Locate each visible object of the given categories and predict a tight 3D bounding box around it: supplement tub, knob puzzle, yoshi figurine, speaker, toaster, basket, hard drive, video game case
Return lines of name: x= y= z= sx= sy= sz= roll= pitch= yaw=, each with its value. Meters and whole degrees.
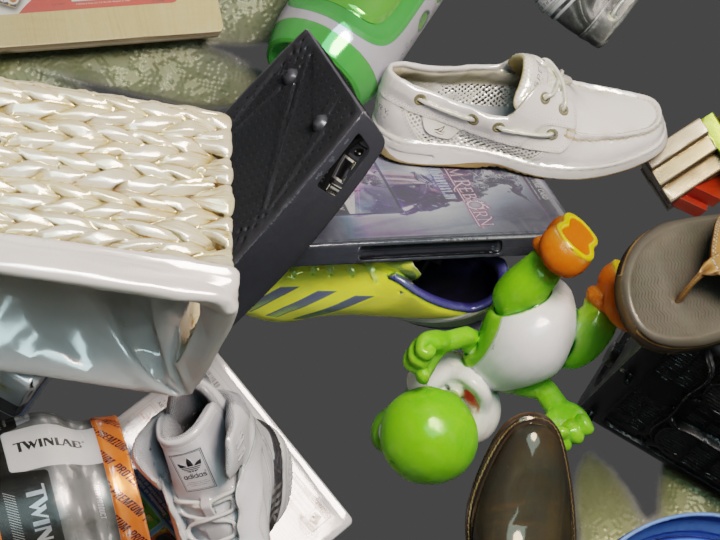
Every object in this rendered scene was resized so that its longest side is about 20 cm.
supplement tub: x=-0.224 y=0.154 z=1.474 sx=0.199 sy=0.123 sz=0.123 roll=-15 pitch=74 yaw=-8
knob puzzle: x=-0.195 y=-0.237 z=1.700 sx=0.218 sy=0.030 sz=0.221 roll=5 pitch=69 yaw=-13
yoshi figurine: x=0.083 y=0.065 z=1.576 sx=0.112 sy=0.200 sz=0.113 roll=14 pitch=38 yaw=-55
speaker: x=0.018 y=-0.200 z=1.717 sx=0.088 sy=0.088 sz=0.201 roll=34 pitch=65 yaw=-1
toaster: x=0.261 y=0.067 z=1.629 sx=0.199 sy=0.181 sz=0.119 roll=31 pitch=63 yaw=-2
basket: x=-0.171 y=-0.021 z=1.424 sx=0.199 sy=0.136 sz=0.124 roll=9 pitch=63 yaw=-12
hard drive: x=-0.071 y=-0.041 z=1.573 sx=0.042 sy=0.135 sz=0.200 roll=35 pitch=103 yaw=-33
video game case: x=0.025 y=-0.049 z=1.652 sx=0.199 sy=0.019 sz=0.143 roll=-4 pitch=32 yaw=-16
video game case: x=-0.122 y=0.159 z=1.575 sx=0.200 sy=0.018 sz=0.143 roll=-37 pitch=83 yaw=-25

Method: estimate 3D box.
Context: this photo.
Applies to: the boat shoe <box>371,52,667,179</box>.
boat shoe: x=0.108 y=-0.107 z=1.674 sx=0.198 sy=0.070 sz=0.071 roll=0 pitch=40 yaw=-10

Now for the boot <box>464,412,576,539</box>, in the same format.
boot: x=0.104 y=0.191 z=1.535 sx=0.074 sy=0.097 sz=0.202 roll=3 pitch=100 yaw=-13

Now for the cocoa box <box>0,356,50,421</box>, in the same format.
cocoa box: x=-0.257 y=-0.010 z=1.539 sx=0.199 sy=0.131 sz=0.134 roll=32 pitch=64 yaw=-2

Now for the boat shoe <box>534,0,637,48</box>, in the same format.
boat shoe: x=0.202 y=-0.234 z=1.798 sx=0.071 sy=0.072 sz=0.200 roll=44 pitch=75 yaw=-6

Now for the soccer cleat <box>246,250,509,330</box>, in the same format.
soccer cleat: x=0.000 y=-0.001 z=1.634 sx=0.199 sy=0.084 sz=0.065 roll=6 pitch=72 yaw=-13

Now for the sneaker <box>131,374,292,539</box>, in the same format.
sneaker: x=-0.088 y=0.154 z=1.495 sx=0.075 sy=0.115 sz=0.201 roll=-11 pitch=53 yaw=17

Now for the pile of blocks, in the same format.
pile of blocks: x=0.281 y=-0.091 z=1.749 sx=0.199 sy=0.082 sz=0.062 roll=-29 pitch=79 yaw=-24

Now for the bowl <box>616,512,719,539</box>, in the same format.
bowl: x=0.218 y=0.255 z=1.623 sx=0.199 sy=0.039 sz=0.202 roll=5 pitch=69 yaw=-13

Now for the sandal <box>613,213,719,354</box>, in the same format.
sandal: x=0.240 y=-0.005 z=1.526 sx=0.199 sy=0.055 sz=0.082 roll=-9 pitch=68 yaw=-20
